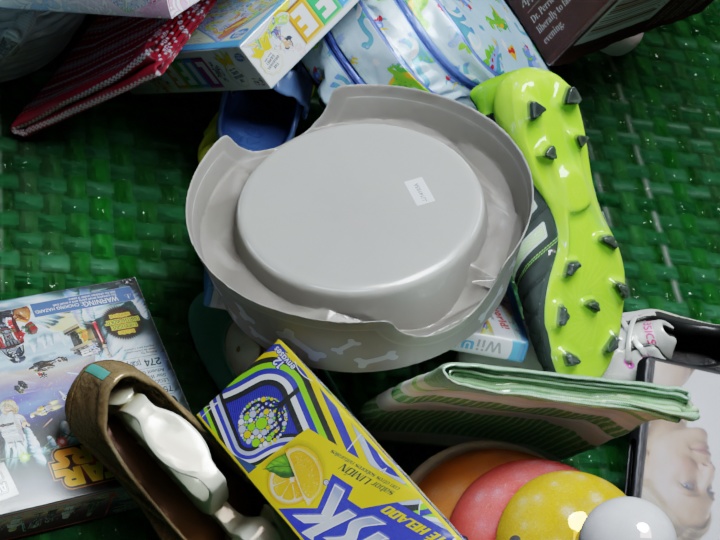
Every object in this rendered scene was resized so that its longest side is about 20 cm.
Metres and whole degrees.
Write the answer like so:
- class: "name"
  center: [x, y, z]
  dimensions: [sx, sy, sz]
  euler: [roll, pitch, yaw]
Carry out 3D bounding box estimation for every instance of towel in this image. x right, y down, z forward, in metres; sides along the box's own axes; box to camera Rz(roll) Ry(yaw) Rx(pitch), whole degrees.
- class: "towel"
  center: [0.087, 0.084, 1.032]
  dimensions: [0.152, 0.200, 0.023]
  euler: [8, 77, -15]
- class: "towel"
  center: [-0.141, -0.173, 1.181]
  dimensions: [0.022, 0.145, 0.200]
  euler: [51, 44, -24]

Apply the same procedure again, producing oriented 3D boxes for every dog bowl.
- class: "dog bowl"
  center: [0.001, -0.024, 1.037]
  dimensions: [0.200, 0.059, 0.200]
  euler: [-2, 46, 2]

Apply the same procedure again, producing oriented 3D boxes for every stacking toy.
- class: "stacking toy"
  center: [0.107, 0.150, 0.965]
  dimensions: [0.146, 0.200, 0.146]
  euler: [6, 73, -20]

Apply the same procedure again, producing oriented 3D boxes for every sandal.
- class: "sandal"
  center: [-0.060, -0.143, 1.213]
  dimensions: [0.079, 0.087, 0.200]
  euler: [12, 43, -11]

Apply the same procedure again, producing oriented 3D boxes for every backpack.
- class: "backpack"
  center: [0.048, -0.134, 1.180]
  dimensions: [0.200, 0.154, 0.163]
  euler: [-5, 61, -42]

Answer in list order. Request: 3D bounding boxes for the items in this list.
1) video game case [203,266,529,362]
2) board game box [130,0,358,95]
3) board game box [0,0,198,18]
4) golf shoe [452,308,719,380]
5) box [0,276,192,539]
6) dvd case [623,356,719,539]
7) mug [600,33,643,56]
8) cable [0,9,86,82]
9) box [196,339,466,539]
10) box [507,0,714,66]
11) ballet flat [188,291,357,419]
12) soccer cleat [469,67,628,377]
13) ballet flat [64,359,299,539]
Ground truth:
- class: "video game case"
  center: [0.000, 0.000, 1.132]
  dimensions: [0.200, 0.018, 0.143]
  euler: [10, 26, -10]
- class: "board game box"
  center: [-0.071, -0.171, 1.149]
  dimensions: [0.134, 0.200, 0.034]
  euler: [-48, 116, -19]
- class: "board game box"
  center: [-0.142, -0.214, 1.103]
  dimensions: [0.199, 0.043, 0.200]
  euler: [7, 32, 31]
- class: "golf shoe"
  center: [0.158, 0.052, 1.148]
  dimensions: [0.200, 0.092, 0.073]
  euler: [2, 54, -18]
- class: "box"
  center: [-0.201, 0.083, 1.017]
  dimensions: [0.200, 0.040, 0.137]
  euler: [-11, 60, -28]
- class: "dvd case"
  center: [0.227, 0.162, 1.090]
  dimensions: [0.142, 0.018, 0.200]
  euler: [12, 73, -13]
- class: "mug"
  center: [0.151, -0.239, 1.349]
  dimensions: [0.200, 0.148, 0.176]
  euler: [32, 40, -40]
- class: "cable"
  center: [-0.273, -0.216, 1.203]
  dimensions: [0.200, 0.069, 0.200]
  euler: [35, 49, 8]
- class: "box"
  center: [0.003, 0.131, 0.938]
  dimensions: [0.064, 0.070, 0.200]
  euler: [-43, 58, -3]
- class: "box"
  center: [0.169, -0.274, 1.171]
  dimensions: [0.164, 0.166, 0.200]
  euler: [-23, 78, -34]
- class: "ballet flat"
  center: [-0.039, 0.074, 1.065]
  dimensions: [0.067, 0.070, 0.200]
  euler: [-22, 63, -23]
- class: "soccer cleat"
  center: [0.113, -0.026, 1.095]
  dimensions: [0.067, 0.081, 0.200]
  euler: [-16, 100, -28]
- class: "ballet flat"
  center: [-0.081, 0.125, 0.974]
  dimensions: [0.068, 0.072, 0.200]
  euler: [-42, 96, -22]
